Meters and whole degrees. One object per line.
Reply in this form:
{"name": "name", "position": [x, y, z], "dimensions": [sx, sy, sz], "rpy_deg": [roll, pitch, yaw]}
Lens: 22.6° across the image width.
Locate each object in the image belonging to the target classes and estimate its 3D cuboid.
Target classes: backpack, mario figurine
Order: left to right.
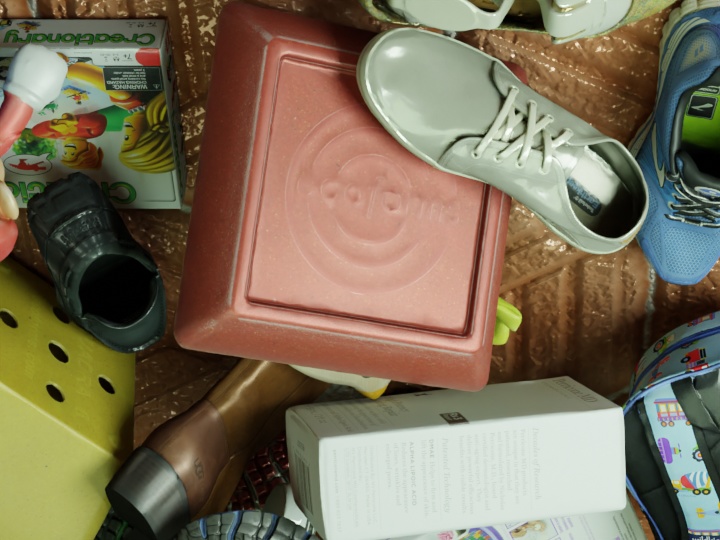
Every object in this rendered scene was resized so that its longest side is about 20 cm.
{"name": "mario figurine", "position": [-0.246, -0.092, 1.068], "dimensions": [0.123, 0.106, 0.201], "rpy_deg": [24, 129, 32]}
{"name": "backpack", "position": [0.257, 0.102, 1.200], "dimensions": [0.182, 0.135, 0.200], "rpy_deg": [-19, 129, 21]}

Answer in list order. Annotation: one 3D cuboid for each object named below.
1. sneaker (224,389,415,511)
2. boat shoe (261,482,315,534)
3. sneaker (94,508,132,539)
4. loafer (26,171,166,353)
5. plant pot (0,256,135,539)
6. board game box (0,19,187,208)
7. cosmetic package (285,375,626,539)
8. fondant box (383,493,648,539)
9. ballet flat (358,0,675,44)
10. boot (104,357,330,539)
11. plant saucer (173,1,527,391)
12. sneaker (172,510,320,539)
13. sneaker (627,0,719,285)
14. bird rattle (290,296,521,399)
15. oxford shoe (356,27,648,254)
{"name": "sneaker", "position": [-0.021, 0.155, 1.310], "dimensions": [0.199, 0.078, 0.082], "rpy_deg": [-13, 132, 16]}
{"name": "boat shoe", "position": [-0.048, 0.226, 1.275], "dimensions": [0.063, 0.071, 0.201], "rpy_deg": [7, 132, -8]}
{"name": "sneaker", "position": [-0.136, 0.234, 1.386], "dimensions": [0.199, 0.085, 0.078], "rpy_deg": [30, 89, 1]}
{"name": "loafer", "position": [-0.162, 0.012, 1.156], "dimensions": [0.068, 0.071, 0.201], "rpy_deg": [-31, 155, -7]}
{"name": "plant pot", "position": [-0.259, 0.107, 1.216], "dimensions": [0.200, 0.201, 0.176], "rpy_deg": [37, 114, -27]}
{"name": "board game box", "position": [-0.213, -0.096, 1.119], "dimensions": [0.198, 0.035, 0.127], "rpy_deg": [0, 133, 4]}
{"name": "cosmetic package", "position": [0.060, 0.119, 1.151], "dimensions": [0.198, 0.102, 0.075], "rpy_deg": [-7, 100, -14]}
{"name": "fondant box", "position": [0.095, 0.190, 1.293], "dimensions": [0.199, 0.058, 0.145], "rpy_deg": [-29, 134, -1]}
{"name": "ballet flat", "position": [0.091, -0.159, 1.019], "dimensions": [0.198, 0.071, 0.071], "rpy_deg": [5, 133, -1]}
{"name": "boot", "position": [-0.083, 0.119, 1.231], "dimensions": [0.068, 0.200, 0.189], "rpy_deg": [30, 153, 28]}
{"name": "plant saucer", "position": [0.004, -0.041, 1.040], "dimensions": [0.198, 0.202, 0.037], "rpy_deg": [10, 175, -21]}
{"name": "sneaker", "position": [-0.040, 0.208, 1.166], "dimensions": [0.199, 0.076, 0.078], "rpy_deg": [24, 156, -29]}
{"name": "sneaker", "position": [0.201, -0.063, 1.083], "dimensions": [0.078, 0.090, 0.201], "rpy_deg": [2, 133, 3]}
{"name": "bird rattle", "position": [0.000, 0.000, 1.122], "dimensions": [0.199, 0.113, 0.163], "rpy_deg": [27, 112, -25]}
{"name": "oxford shoe", "position": [0.088, -0.076, 1.023], "dimensions": [0.199, 0.076, 0.058], "rpy_deg": [33, 168, -16]}
